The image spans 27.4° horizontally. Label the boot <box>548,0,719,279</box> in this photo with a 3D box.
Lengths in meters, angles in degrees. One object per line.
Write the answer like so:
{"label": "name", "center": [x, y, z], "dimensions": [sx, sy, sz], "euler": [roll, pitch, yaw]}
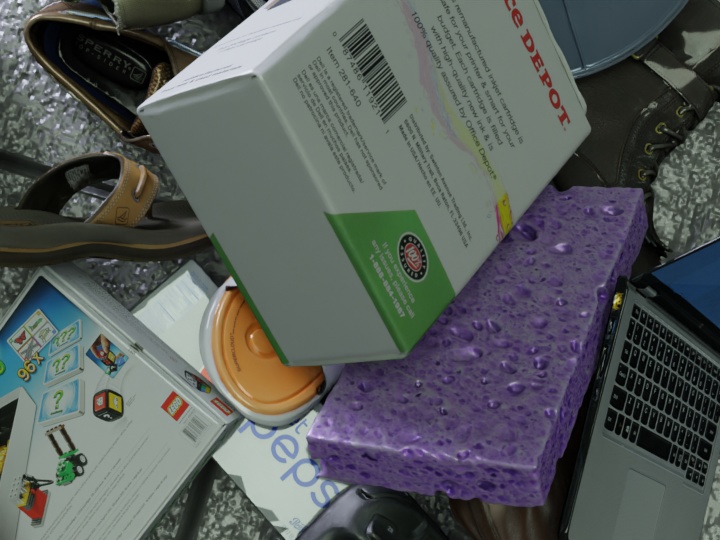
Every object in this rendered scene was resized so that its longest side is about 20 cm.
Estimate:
{"label": "boot", "center": [0.169, -0.075, 0.836], "dimensions": [0.174, 0.069, 0.200], "euler": [-41, 83, -7]}

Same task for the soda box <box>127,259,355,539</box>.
{"label": "soda box", "center": [-0.047, 0.090, 0.800], "dimensions": [0.063, 0.068, 0.200], "euler": [-42, 84, -7]}

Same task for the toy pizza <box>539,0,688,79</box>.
{"label": "toy pizza", "center": [0.092, -0.194, 0.779], "dimensions": [0.199, 0.032, 0.201], "euler": [0, 120, 1]}

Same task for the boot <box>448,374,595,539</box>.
{"label": "boot", "center": [0.109, 0.164, 0.765], "dimensions": [0.064, 0.186, 0.201], "euler": [-17, 92, 31]}

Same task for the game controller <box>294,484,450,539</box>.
{"label": "game controller", "center": [0.026, 0.195, 0.755], "dimensions": [0.104, 0.042, 0.200], "euler": [-39, 121, -1]}

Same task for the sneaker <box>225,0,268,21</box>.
{"label": "sneaker", "center": [-0.064, -0.183, 0.819], "dimensions": [0.200, 0.114, 0.075], "euler": [44, 81, 5]}

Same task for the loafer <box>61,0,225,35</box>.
{"label": "loafer", "center": [-0.151, -0.190, 0.800], "dimensions": [0.069, 0.075, 0.200], "euler": [-31, 48, -22]}

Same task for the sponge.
{"label": "sponge", "center": [0.063, 0.027, 0.721], "dimensions": [0.111, 0.030, 0.200], "euler": [5, 41, 24]}

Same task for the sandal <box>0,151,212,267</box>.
{"label": "sandal", "center": [-0.143, -0.034, 0.757], "dimensions": [0.081, 0.199, 0.055], "euler": [8, 97, 38]}

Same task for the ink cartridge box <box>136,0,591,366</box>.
{"label": "ink cartridge box", "center": [0.011, -0.072, 0.706], "dimensions": [0.200, 0.084, 0.145], "euler": [-48, 118, -41]}

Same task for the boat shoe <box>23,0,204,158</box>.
{"label": "boat shoe", "center": [-0.099, -0.087, 0.814], "dimensions": [0.199, 0.072, 0.073], "euler": [24, 102, 9]}

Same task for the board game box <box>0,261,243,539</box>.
{"label": "board game box", "center": [-0.168, 0.110, 0.771], "dimensions": [0.126, 0.035, 0.200], "euler": [40, 104, 6]}

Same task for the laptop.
{"label": "laptop", "center": [0.205, 0.062, 0.740], "dimensions": [0.115, 0.187, 0.201], "euler": [10, 79, 33]}

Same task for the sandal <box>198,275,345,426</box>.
{"label": "sandal", "center": [-0.006, -0.006, 0.782], "dimensions": [0.079, 0.059, 0.207], "euler": [43, 54, 2]}
